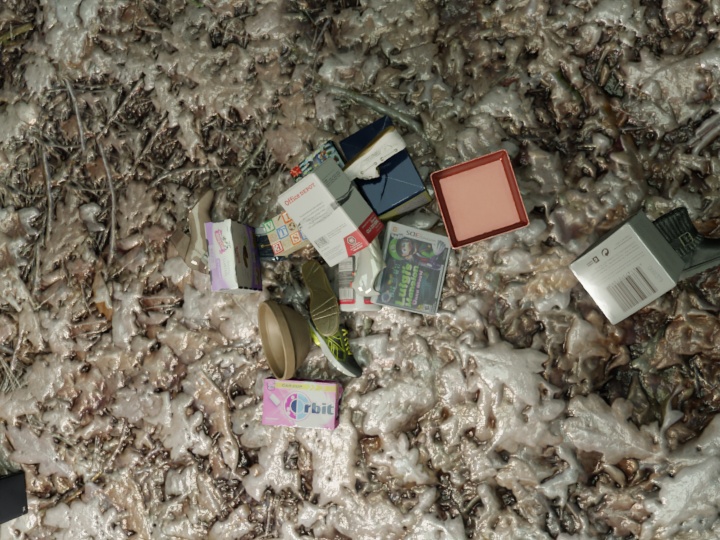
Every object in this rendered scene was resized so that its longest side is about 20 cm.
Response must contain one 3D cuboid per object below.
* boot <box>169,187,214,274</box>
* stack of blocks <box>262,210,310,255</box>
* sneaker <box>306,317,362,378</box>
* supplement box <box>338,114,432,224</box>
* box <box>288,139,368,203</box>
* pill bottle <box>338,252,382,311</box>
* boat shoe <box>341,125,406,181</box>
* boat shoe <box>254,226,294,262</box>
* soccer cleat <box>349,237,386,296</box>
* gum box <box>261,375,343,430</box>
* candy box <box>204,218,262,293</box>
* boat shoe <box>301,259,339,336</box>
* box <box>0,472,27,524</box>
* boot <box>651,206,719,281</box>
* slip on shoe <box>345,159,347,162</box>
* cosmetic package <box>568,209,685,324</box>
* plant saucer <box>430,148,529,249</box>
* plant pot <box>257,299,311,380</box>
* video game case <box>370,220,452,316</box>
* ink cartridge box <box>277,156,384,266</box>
[{"bbox_3d":[-0.399,-0.096,1.830,0.146,0.070,0.201,37,94,3],"label":"boot"},{"bbox_3d":[-0.136,-0.129,1.693,0.199,0.058,0.116,-26,81,22],"label":"stack of blocks"},{"bbox_3d":[-0.057,0.181,1.745,0.085,0.074,0.200,-44,81,4],"label":"sneaker"},{"bbox_3d":[0.066,-0.236,1.685,0.133,0.200,0.201,-27,82,8],"label":"supplement box"},{"bbox_3d":[-0.073,-0.200,1.720,0.136,0.040,0.201,-35,77,18],"label":"box"},{"bbox_3d":[0.000,0.000,1.728,0.109,0.111,0.202,-1,87,9],"label":"pill bottle"},{"bbox_3d":[0.017,-0.233,1.557,0.199,0.071,0.069,-38,107,21],"label":"boat shoe"},{"bbox_3d":[-0.170,-0.073,1.789,0.198,0.071,0.092,-4,97,10],"label":"boat shoe"},{"bbox_3d":[0.027,-0.038,1.641,0.077,0.069,0.202,8,89,14],"label":"soccer cleat"},{"bbox_3d":[-0.142,0.332,1.753,0.198,0.066,0.115,3,89,9],"label":"gum box"},{"bbox_3d":[-0.313,-0.030,1.738,0.071,0.200,0.170,-7,85,9],"label":"candy box"},{"bbox_3d":[-0.094,0.072,1.737,0.073,0.063,0.202,-25,67,8],"label":"boat shoe"},{"bbox_3d":[-1.021,0.615,1.821,0.198,0.197,0.119,-9,84,9],"label":"box"},{"bbox_3d":[0.786,-0.082,1.615,0.210,0.079,0.159,-24,83,8],"label":"boot"},{"bbox_3d":[-0.091,-0.201,1.781,0.076,0.061,0.200,43,104,16],"label":"slip on shoe"},{"bbox_3d":[0.599,-0.012,1.559,0.165,0.200,0.166,-41,81,30],"label":"cosmetic package"},{"bbox_3d":[0.294,-0.174,1.726,0.198,0.037,0.202,-17,84,9],"label":"plant saucer"},{"bbox_3d":[-0.181,0.164,1.730,0.092,0.201,0.203,-14,83,-24],"label":"plant pot"},{"bbox_3d":[0.127,-0.002,1.703,0.180,0.023,0.202,13,89,-24],"label":"video game case"},{"bbox_3d":[-0.067,-0.129,1.551,0.144,0.084,0.200,-27,107,44],"label":"ink cartridge box"}]
